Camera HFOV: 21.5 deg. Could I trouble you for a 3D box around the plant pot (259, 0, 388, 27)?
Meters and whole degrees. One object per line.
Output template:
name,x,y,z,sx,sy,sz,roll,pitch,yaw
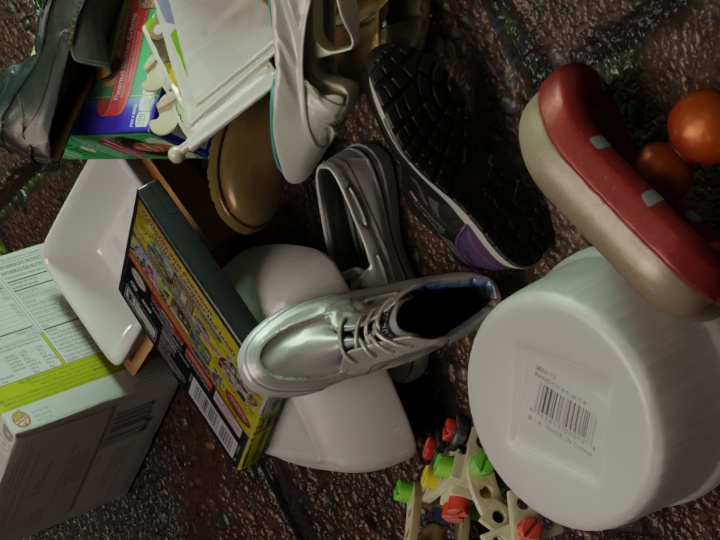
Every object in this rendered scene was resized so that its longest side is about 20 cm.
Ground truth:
plant pot,-0.038,-0.274,1.367,0.199,0.027,0.201,21,128,28

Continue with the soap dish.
soap dish,-0.200,-0.025,1.726,0.158,0.081,0.200,53,136,18

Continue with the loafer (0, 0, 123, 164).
loafer,-0.227,-0.177,1.543,0.072,0.073,0.201,30,93,25

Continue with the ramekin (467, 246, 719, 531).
ramekin,0.171,0.089,1.370,0.200,0.097,0.201,20,120,41

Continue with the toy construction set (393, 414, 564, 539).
toy construction set,0.079,0.190,1.480,0.200,0.092,0.132,-27,45,60

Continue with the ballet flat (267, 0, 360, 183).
ballet flat,-0.032,-0.152,1.377,0.069,0.069,0.201,21,124,40

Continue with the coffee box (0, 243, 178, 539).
coffee box,-0.327,0.119,1.827,0.198,0.200,0.200,49,134,22

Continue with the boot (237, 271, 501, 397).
boot,0.007,0.041,1.436,0.096,0.199,0.074,148,102,-73

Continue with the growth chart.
growth chart,-0.117,-0.192,1.480,0.144,0.018,0.201,-28,58,27

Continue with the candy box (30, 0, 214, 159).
candy box,-0.194,-0.182,1.608,0.199,0.077,0.170,1,73,46

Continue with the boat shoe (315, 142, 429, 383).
boat shoe,0.000,0.000,1.536,0.073,0.067,0.201,-6,101,47

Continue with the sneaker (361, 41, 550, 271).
sneaker,0.050,-0.075,1.413,0.087,0.076,0.200,-12,119,53

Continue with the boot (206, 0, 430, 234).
boot,-0.034,-0.133,1.477,0.200,0.066,0.176,-20,58,49

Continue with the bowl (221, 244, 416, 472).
bowl,-0.056,0.082,1.572,0.200,0.074,0.200,1,117,64

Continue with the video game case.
video game case,-0.132,0.049,1.565,0.200,0.025,0.181,55,155,16

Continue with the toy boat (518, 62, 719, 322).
toy boat,0.203,-0.069,1.278,0.131,0.130,0.200,-46,69,13
